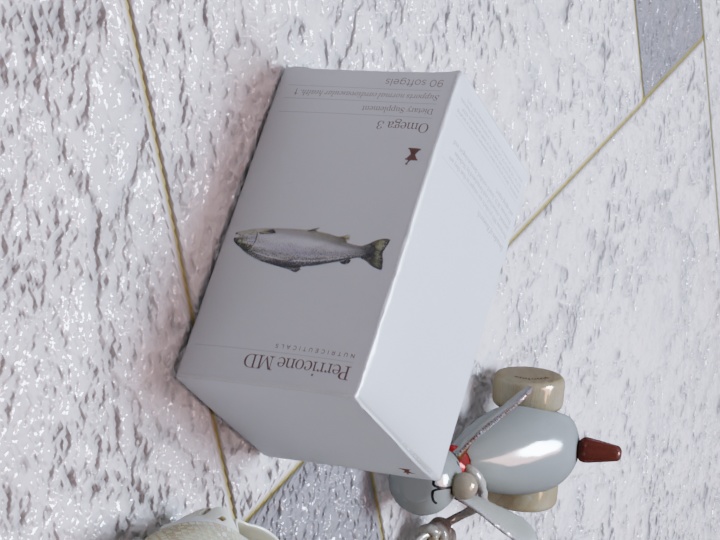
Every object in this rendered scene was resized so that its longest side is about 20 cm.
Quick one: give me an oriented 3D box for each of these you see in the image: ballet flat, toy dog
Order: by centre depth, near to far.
[{"bbox_3d":[-0.077,0.161,1.066,0.200,0.067,0.062,43,29,-59],"label":"ballet flat"},{"bbox_3d":[0.105,0.131,1.318,0.200,0.096,0.132,-45,132,-49],"label":"toy dog"}]

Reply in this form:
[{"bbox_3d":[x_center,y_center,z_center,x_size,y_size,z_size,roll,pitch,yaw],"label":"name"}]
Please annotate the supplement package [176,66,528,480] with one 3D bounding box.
[{"bbox_3d":[0.000,0.000,1.101,0.117,0.117,0.200,50,51,-53],"label":"supplement package"}]
